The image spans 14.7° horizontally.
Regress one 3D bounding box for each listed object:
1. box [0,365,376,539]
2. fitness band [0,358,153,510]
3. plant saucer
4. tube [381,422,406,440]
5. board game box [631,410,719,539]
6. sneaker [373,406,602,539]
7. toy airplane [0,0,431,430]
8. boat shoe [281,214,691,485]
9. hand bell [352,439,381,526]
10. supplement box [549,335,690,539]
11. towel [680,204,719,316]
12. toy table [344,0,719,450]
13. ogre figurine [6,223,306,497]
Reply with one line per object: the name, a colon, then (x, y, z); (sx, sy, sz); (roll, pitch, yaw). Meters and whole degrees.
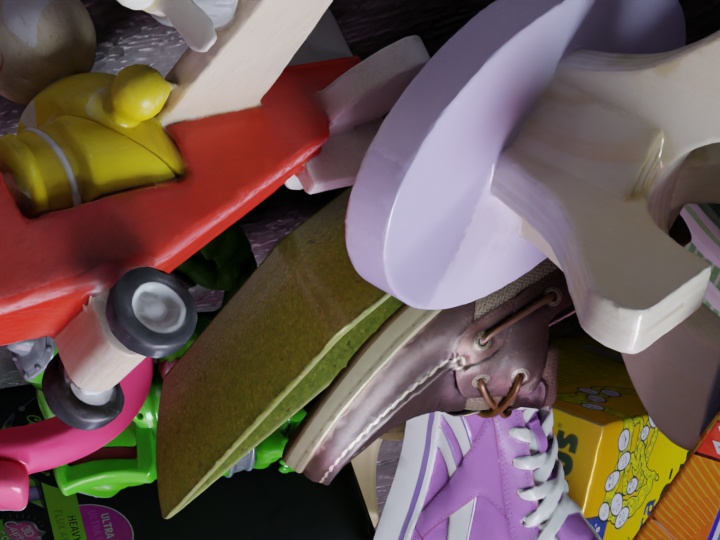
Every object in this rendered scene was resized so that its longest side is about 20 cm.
box: (-0.104, 0.141, 1.426); (0.199, 0.149, 0.125); (-9, 134, -11)
fitness band: (-0.188, 0.039, 1.198); (0.199, 0.037, 0.144); (4, 128, -13)
plant saucer: (0.000, 0.000, 1.186); (0.200, 0.048, 0.200); (-39, 175, -36)
tube: (0.008, 0.032, 1.393); (0.052, 0.058, 0.200); (25, 162, 15)
board game box: (0.245, 0.104, 1.074); (0.200, 0.200, 0.200); (-39, 166, -27)
sneaker: (0.079, 0.088, 1.317); (0.073, 0.114, 0.201); (-33, 141, -52)
toy airplane: (-0.074, -0.054, 1.002); (0.200, 0.141, 0.199); (-44, 178, 6)
boat shoe: (0.056, 0.030, 1.175); (0.200, 0.072, 0.072); (-41, 176, -15)
hand bell: (-0.010, 0.177, 1.556); (0.104, 0.200, 0.104); (-11, 160, -4)
supplement box: (0.116, 0.104, 1.456); (0.109, 0.109, 0.200); (19, -167, 31)
towel: (0.152, 0.003, 1.264); (0.023, 0.153, 0.200); (-39, 166, -11)
toy table: (0.100, -0.031, 1.048); (0.200, 0.117, 0.184); (-40, 147, -38)
ogre figurine: (-0.093, 0.048, 1.299); (0.120, 0.098, 0.200); (-19, 166, -3)
